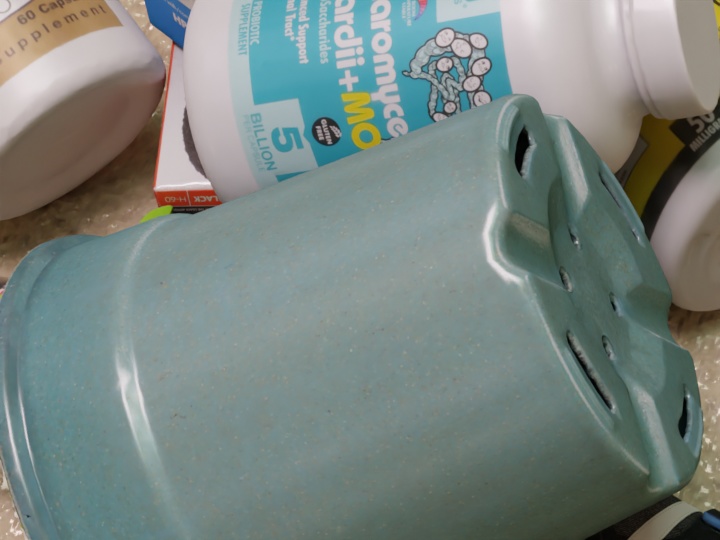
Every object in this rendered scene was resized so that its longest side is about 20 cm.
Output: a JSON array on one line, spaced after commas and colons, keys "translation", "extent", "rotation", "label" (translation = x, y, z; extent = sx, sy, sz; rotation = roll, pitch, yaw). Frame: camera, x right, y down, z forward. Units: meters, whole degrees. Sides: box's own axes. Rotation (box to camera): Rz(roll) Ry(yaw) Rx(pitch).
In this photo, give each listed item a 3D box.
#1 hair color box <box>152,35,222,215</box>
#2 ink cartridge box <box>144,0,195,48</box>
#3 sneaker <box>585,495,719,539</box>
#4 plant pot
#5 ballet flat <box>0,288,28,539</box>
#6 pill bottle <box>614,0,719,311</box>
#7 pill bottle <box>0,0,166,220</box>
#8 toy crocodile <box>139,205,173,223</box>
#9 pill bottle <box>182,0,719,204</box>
[{"translation": [-0.034, -0.100, 1.074], "extent": [0.101, 0.061, 0.201], "rotation": [-1, 55, 6], "label": "hair color box"}, {"translation": [-0.043, -0.187, 0.975], "extent": [0.116, 0.200, 0.067], "rotation": [-39, 59, -20], "label": "ink cartridge box"}, {"translation": [0.098, 0.165, 0.859], "extent": [0.111, 0.073, 0.200], "rotation": [16, 57, 20], "label": "sneaker"}, {"translation": [0.005, 0.044, 0.837], "extent": [0.195, 0.200, 0.201], "rotation": [-24, 50, 24], "label": "plant pot"}, {"translation": [-0.106, 0.089, 0.920], "extent": [0.075, 0.064, 0.200], "rotation": [-27, 69, -21], "label": "ballet flat"}, {"translation": [0.117, -0.085, 1.012], "extent": [0.111, 0.112, 0.200], "rotation": [-32, 56, -15], "label": "pill bottle"}, {"translation": [-0.188, -0.132, 1.051], "extent": [0.114, 0.114, 0.200], "rotation": [-34, 76, -16], "label": "pill bottle"}, {"translation": [0.000, 0.000, 0.993], "extent": [0.199, 0.068, 0.062], "rotation": [-5, 53, 4], "label": "toy crocodile"}, {"translation": [0.038, -0.081, 0.919], "extent": [0.199, 0.111, 0.111], "rotation": [-9, 52, 21], "label": "pill bottle"}]
